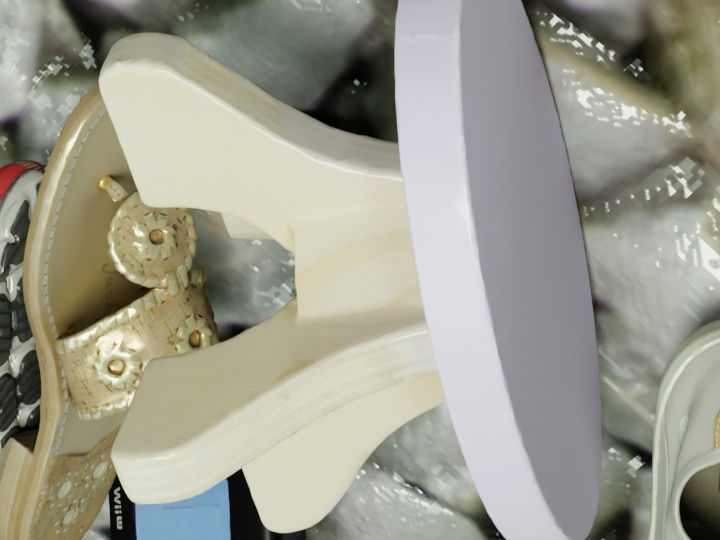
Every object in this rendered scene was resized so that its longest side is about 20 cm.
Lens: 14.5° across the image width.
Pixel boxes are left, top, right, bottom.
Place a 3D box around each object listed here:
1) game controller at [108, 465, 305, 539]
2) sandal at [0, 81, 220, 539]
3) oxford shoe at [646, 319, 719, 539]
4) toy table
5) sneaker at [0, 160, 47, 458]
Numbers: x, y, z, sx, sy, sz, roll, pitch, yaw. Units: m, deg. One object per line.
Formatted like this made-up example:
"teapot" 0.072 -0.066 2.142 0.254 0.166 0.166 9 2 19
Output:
"game controller" -0.056 0.131 1.028 0.104 0.042 0.200 -8 82 44
"sandal" -0.075 0.031 0.990 0.070 0.078 0.212 33 129 21
"oxford shoe" 0.129 0.109 0.928 0.075 0.058 0.200 -11 125 -6
"toy table" 0.000 0.000 0.875 0.117 0.184 0.200 -5 113 17
"sneaker" -0.145 0.036 1.061 0.085 0.077 0.200 30 135 20
